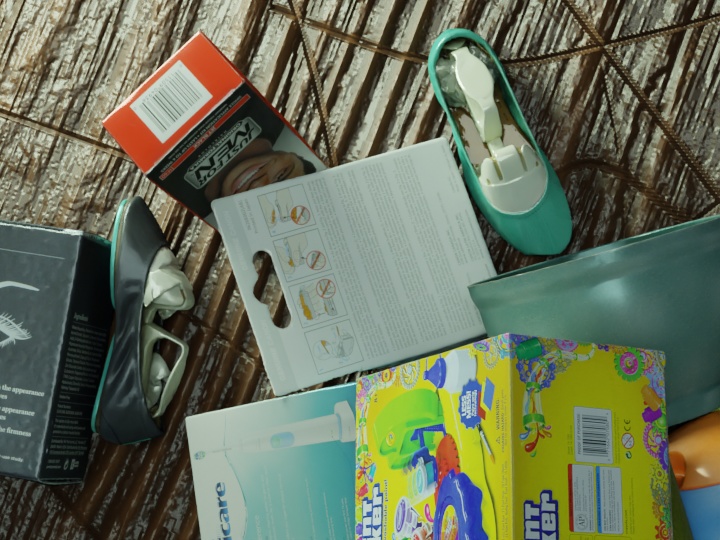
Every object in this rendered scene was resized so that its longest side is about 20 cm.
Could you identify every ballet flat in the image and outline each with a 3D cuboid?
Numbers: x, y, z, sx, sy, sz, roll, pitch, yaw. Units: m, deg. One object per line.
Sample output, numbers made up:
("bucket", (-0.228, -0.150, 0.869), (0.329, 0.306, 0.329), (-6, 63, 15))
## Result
("ballet flat", (0.104, -0.101, 1.250), (0.067, 0.070, 0.200), (-26, 80, 5))
("ballet flat", (-0.168, 0.042, 1.281), (0.073, 0.073, 0.200), (7, 90, 11))

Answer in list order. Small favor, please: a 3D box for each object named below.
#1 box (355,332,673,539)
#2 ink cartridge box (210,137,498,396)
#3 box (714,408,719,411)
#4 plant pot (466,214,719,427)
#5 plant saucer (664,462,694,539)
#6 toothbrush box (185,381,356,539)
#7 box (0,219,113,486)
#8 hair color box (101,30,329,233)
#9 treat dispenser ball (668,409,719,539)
("box", (0.093, 0.158, 1.026), (0.122, 0.193, 0.200), (8, 74, -28))
("ink cartridge box", (0.000, 0.000, 1.231), (0.200, 0.050, 0.162), (-17, 80, -15))
("box", (0.337, 0.024, 1.207), (0.122, 0.048, 0.200), (11, 86, 11))
("plant pot", (0.192, 0.048, 1.161), (0.200, 0.200, 0.134), (-16, 90, 7))
("plant saucer", (0.161, 0.195, 1.073), (0.048, 0.200, 0.200), (6, 55, -28))
("toothbrush box", (-0.024, 0.164, 1.195), (0.200, 0.085, 0.147), (-15, 79, 32))
("box", (-0.288, 0.061, 1.280), (0.148, 0.104, 0.200), (9, 84, 11))
("hair color box", (-0.104, -0.093, 1.216), (0.102, 0.200, 0.061), (-43, 68, 3))
("treat dispenser ball", (0.279, 0.195, 1.116), (0.201, 0.201, 0.201), (-1, 83, 10))
